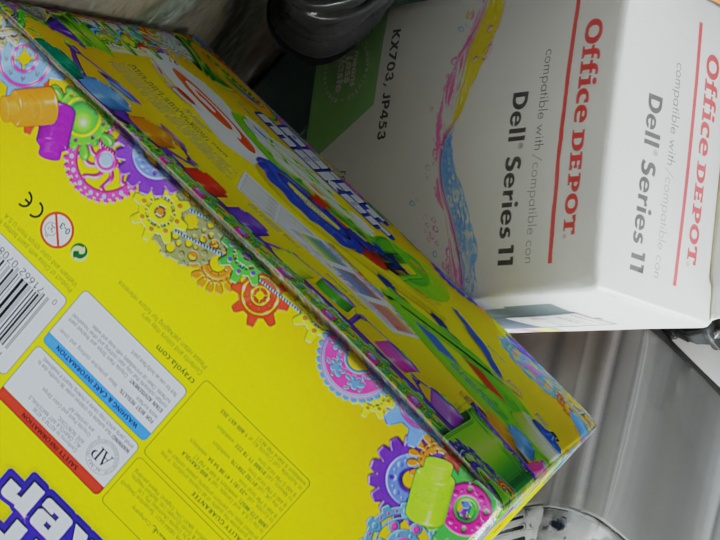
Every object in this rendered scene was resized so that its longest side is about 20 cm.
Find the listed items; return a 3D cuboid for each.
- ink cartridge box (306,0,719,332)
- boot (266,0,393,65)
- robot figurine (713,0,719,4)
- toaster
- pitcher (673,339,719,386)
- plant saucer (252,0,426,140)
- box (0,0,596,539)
[{"bbox_3d":[0.067,-0.040,0.788,0.067,0.118,0.199,16,166,-42],"label":"ink cartridge box"},{"bbox_3d":[0.042,-0.159,0.764,0.199,0.070,0.132,-35,174,-5],"label":"boot"},{"bbox_3d":[0.134,-0.160,0.894,0.117,0.143,0.201,74,31,-79],"label":"robot figurine"},{"bbox_3d":[0.070,0.102,0.869,0.199,0.114,0.130,-29,-151,38],"label":"toaster"},{"bbox_3d":[0.152,0.069,1.031,0.200,0.171,0.122,-3,119,-61],"label":"pitcher"},{"bbox_3d":[-0.018,-0.064,0.968,0.200,0.036,0.200,-46,173,-8],"label":"plant saucer"},{"bbox_3d":[-0.048,0.031,0.684,0.122,0.200,0.193,-48,171,12],"label":"box"}]
